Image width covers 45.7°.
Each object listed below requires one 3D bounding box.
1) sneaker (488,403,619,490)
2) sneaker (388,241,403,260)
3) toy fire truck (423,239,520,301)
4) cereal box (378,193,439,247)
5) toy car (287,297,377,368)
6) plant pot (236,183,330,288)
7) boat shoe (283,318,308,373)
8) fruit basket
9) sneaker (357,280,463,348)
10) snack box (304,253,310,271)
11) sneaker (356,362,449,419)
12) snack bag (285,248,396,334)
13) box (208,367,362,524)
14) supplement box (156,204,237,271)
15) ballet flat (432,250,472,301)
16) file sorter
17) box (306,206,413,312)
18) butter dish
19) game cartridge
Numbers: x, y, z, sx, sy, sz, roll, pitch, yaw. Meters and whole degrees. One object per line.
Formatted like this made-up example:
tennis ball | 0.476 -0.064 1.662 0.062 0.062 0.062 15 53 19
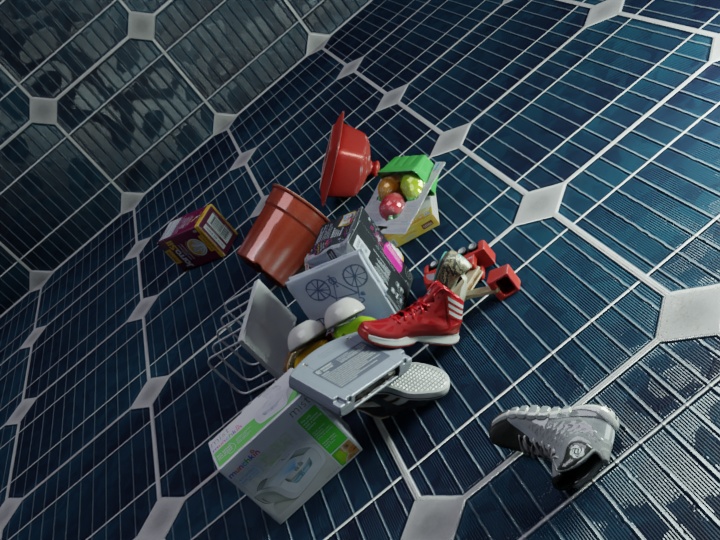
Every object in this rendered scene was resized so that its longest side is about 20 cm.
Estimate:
sneaker | 0.259 0.253 1.197 0.199 0.075 0.116 -16 39 37
sneaker | -0.005 0.003 1.866 0.200 0.088 0.075 -39 30 6
toy fire truck | 0.206 0.015 1.626 0.199 0.049 0.142 -25 33 29
cereal box | 0.108 -0.138 1.974 0.143 0.040 0.201 -29 30 18
toy car | -0.027 0.156 1.635 0.199 0.176 0.150 -32 -7 17
plant pot | -0.194 -0.076 2.123 0.196 0.200 0.200 -54 30 -8
boat shoe | -0.109 0.158 1.800 0.067 0.072 0.201 -21 27 42
fruit basket | 0.088 -0.161 1.923 0.184 0.094 0.201 4 63 50
sneaker | 0.092 0.070 1.512 0.078 0.198 0.117 42 126 56
snack box | -0.075 0.058 1.815 0.024 0.071 0.202 129 141 -49
sneaker | 0.063 0.212 1.507 0.198 0.080 0.079 1 39 17
snack bag | -0.024 0.068 1.685 0.187 0.201 0.021 -23 21 28
box | -0.131 0.305 1.495 0.200 0.177 0.097 -41 30 -2
supplement box | -0.490 -0.097 2.567 0.199 0.131 0.104 -18 35 38
ballet flat | 0.150 0.059 1.588 0.068 0.075 0.201 -34 -27 -61
file sorter | -0.242 0.153 1.896 0.124 0.139 0.201 -29 30 25
box | 0.000 0.000 1.735 0.114 0.200 0.133 -24 27 31
butter dish | -0.021 -0.281 2.244 0.201 0.146 0.201 -86 12 -52
game cartridge | -0.021 0.169 1.451 0.132 0.042 0.199 20 31 34
